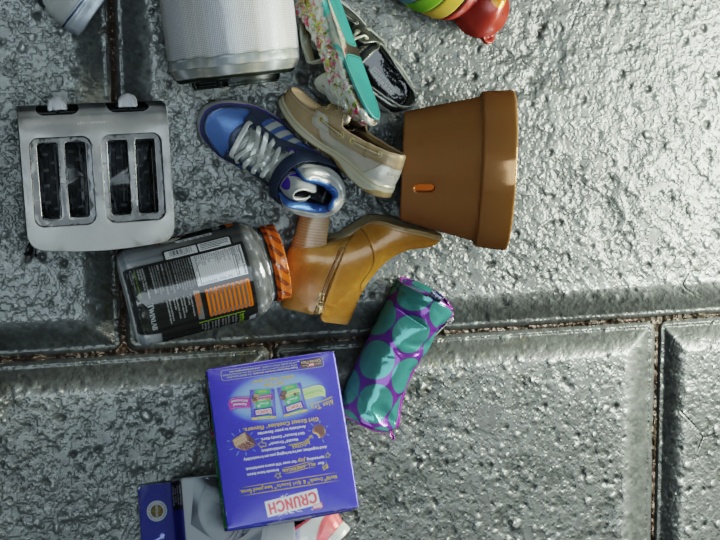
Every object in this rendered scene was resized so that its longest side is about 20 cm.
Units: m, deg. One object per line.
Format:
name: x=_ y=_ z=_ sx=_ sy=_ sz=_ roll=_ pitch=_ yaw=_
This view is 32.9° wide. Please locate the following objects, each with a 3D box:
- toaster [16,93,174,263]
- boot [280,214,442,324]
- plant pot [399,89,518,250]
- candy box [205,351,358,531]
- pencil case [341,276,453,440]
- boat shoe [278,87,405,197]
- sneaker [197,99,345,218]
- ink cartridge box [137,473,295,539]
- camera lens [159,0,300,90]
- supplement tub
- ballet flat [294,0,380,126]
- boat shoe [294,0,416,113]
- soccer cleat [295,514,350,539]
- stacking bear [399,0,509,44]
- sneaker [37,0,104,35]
toaster: x=-0.317 y=-0.108 z=1.455 sx=0.179 sy=0.119 sz=0.202 roll=-4 pitch=97 yaw=-13
boot: x=0.000 y=0.000 z=1.588 sx=0.200 sy=0.071 sz=0.145 roll=7 pitch=102 yaw=-12
plant pot: x=0.120 y=-0.128 z=1.542 sx=0.139 sy=0.200 sz=0.202 roll=2 pitch=97 yaw=2
candy box: x=-0.102 y=0.217 z=1.540 sx=0.168 sy=0.077 sz=0.201 roll=-7 pitch=76 yaw=-8
pencil case: x=0.048 y=0.112 z=1.600 sx=0.092 sy=0.085 sz=0.201 roll=27 pitch=91 yaw=1
boat shoe: x=-0.018 y=-0.173 z=1.505 sx=0.200 sy=0.074 sz=0.069 roll=42 pitch=113 yaw=22
sneaker: x=-0.105 y=-0.134 z=1.489 sx=0.199 sy=0.147 sz=0.081 roll=30 pitch=101 yaw=-18
ink cartridge box: x=-0.179 y=0.360 z=1.555 sx=0.198 sy=0.041 sz=0.201 roll=-5 pitch=78 yaw=-9
camera lens: x=-0.159 y=-0.320 z=1.447 sx=0.159 sy=0.160 sz=0.202 roll=-9 pitch=100 yaw=-13
supplement tub: x=-0.192 y=0.012 z=1.504 sx=0.199 sy=0.122 sz=0.123 roll=-14 pitch=101 yaw=-13
ballet flat: x=-0.033 y=-0.254 z=1.477 sx=0.064 sy=0.076 sz=0.201 roll=-25 pitch=72 yaw=23
boat shoe: x=-0.002 y=-0.280 z=1.543 sx=0.200 sy=0.064 sz=0.071 roll=42 pitch=86 yaw=-15
soccer cleat: x=-0.106 y=0.388 z=1.615 sx=0.200 sy=0.068 sz=0.073 roll=-42 pitch=83 yaw=-3
stacking bear: x=0.108 y=-0.367 z=1.540 sx=0.199 sy=0.113 sz=0.122 roll=31 pitch=59 yaw=-27
sneaker: x=-0.308 y=-0.378 z=1.446 sx=0.071 sy=0.073 sz=0.201 roll=35 pitch=88 yaw=-20
